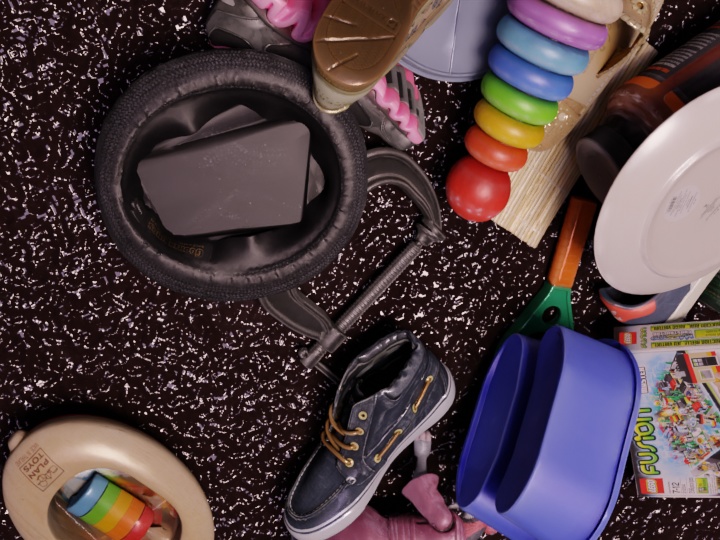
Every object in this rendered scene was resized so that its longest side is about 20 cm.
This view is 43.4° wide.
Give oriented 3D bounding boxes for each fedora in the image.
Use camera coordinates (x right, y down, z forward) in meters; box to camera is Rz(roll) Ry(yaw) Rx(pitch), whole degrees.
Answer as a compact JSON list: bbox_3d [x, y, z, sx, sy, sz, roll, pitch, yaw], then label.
[{"bbox_3d":[-0.095,-0.077,0.679,0.196,0.092,0.205,-3,111,-9],"label":"fedora"}]

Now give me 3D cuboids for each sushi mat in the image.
[{"bbox_3d":[0.169,-0.126,0.774,0.094,0.012,0.202,26,101,-21],"label":"sushi mat"}]

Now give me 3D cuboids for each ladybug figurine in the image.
[{"bbox_3d":[-0.209,0.189,0.758,0.135,0.072,0.200,-42,115,4],"label":"ladybug figurine"}]

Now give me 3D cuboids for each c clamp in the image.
[{"bbox_3d":[0.000,0.000,0.766,0.170,0.027,0.201,33,102,-32],"label":"c clamp"}]

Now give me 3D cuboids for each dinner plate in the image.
[{"bbox_3d":[0.272,-0.054,0.709,0.196,0.024,0.203,-15,133,-16],"label":"dinner plate"}]

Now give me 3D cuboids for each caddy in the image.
[{"bbox_3d":[0.166,0.144,0.766,0.103,0.141,0.204,26,72,-17],"label":"caddy"}]

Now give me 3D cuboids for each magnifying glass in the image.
[{"bbox_3d":[0.175,0.032,0.831,0.078,0.022,0.204,8,109,-17],"label":"magnifying glass"}]

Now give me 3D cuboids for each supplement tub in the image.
[{"bbox_3d":[0.275,-0.130,0.742,0.198,0.107,0.108,-32,114,-6],"label":"supplement tub"}]

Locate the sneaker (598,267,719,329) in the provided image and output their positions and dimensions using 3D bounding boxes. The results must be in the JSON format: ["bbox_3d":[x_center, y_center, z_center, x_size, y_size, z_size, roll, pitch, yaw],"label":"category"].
[{"bbox_3d":[0.282,-0.037,0.798,0.083,0.075,0.203,20,104,-30],"label":"sneaker"}]

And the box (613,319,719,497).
[{"bbox_3d":[0.302,0.134,0.844,0.108,0.035,0.203,-5,127,21],"label":"box"}]

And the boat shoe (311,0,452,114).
[{"bbox_3d":[0.025,-0.196,0.626,0.073,0.063,0.201,37,70,-1],"label":"boat shoe"}]

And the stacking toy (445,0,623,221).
[{"bbox_3d":[0.119,-0.128,0.693,0.084,0.086,0.203,14,116,-18],"label":"stacking toy"}]

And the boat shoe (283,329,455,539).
[{"bbox_3d":[-0.008,0.139,0.779,0.201,0.071,0.091,-47,138,-5],"label":"boat shoe"}]

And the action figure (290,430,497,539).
[{"bbox_3d":[0.034,0.241,0.807,0.195,0.149,0.137,-13,107,6],"label":"action figure"}]

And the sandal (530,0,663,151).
[{"bbox_3d":[0.198,-0.183,0.714,0.077,0.070,0.214,29,100,-22],"label":"sandal"}]

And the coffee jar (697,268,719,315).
[{"bbox_3d":[0.382,-0.046,0.808,0.084,0.104,0.203,17,105,-22],"label":"coffee jar"}]

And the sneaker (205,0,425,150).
[{"bbox_3d":[-0.034,-0.152,0.690,0.199,0.080,0.095,37,125,-27],"label":"sneaker"}]

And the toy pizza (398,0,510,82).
[{"bbox_3d":[0.076,-0.248,0.689,0.196,0.032,0.205,-7,110,-21],"label":"toy pizza"}]
